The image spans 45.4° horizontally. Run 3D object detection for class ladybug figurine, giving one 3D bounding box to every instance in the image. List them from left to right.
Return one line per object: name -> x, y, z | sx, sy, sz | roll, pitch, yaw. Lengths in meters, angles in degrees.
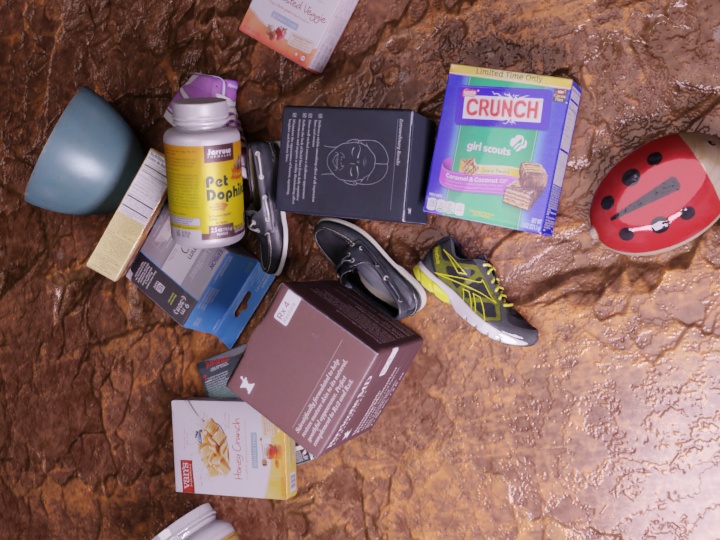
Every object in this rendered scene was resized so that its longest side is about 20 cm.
ladybug figurine -> 0.376, -0.095, 1.079 | 0.199, 0.072, 0.137 | -35, 79, 19

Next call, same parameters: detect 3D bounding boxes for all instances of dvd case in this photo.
dvd case -> -0.163, 0.214, 1.327 | 0.145, 0.022, 0.202 | -23, 84, 21

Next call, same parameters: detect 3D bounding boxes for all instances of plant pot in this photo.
plant pot -> -0.417, -0.167, 1.352 | 0.134, 0.200, 0.201 | 28, 103, -15

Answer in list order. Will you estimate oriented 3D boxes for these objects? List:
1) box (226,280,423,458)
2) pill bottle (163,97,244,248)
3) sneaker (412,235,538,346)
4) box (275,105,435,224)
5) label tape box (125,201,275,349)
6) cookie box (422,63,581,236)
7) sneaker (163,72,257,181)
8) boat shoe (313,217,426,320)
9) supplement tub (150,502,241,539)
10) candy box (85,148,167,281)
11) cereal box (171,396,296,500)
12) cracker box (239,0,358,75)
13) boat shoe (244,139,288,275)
box -> -0.043, 0.125, 1.183 | 0.163, 0.200, 0.167 | 34, 103, 17
pill bottle -> -0.223, -0.140, 1.226 | 0.108, 0.109, 0.203 | 6, 109, 21
sneaker -> 0.163, 0.027, 1.165 | 0.199, 0.074, 0.085 | 36, 103, 18
box -> -0.007, -0.148, 1.214 | 0.198, 0.107, 0.151 | 7, 93, 22
label tape box -> -0.250, 0.008, 1.337 | 0.199, 0.066, 0.144 | 38, 104, 19
cookie box -> 0.189, -0.162, 1.152 | 0.169, 0.075, 0.203 | 12, 94, 22
sneaker -> -0.205, -0.228, 1.314 | 0.200, 0.073, 0.115 | 40, 99, 15
boat shoe -> -0.001, 0.002, 1.224 | 0.199, 0.066, 0.075 | 42, 136, 10
supplement tub -> -0.225, 0.469, 1.290 | 0.144, 0.144, 0.201 | -40, 77, 17
candy box -> -0.342, -0.088, 1.325 | 0.055, 0.115, 0.201 | 29, 93, -9
cereal box -> -0.194, 0.268, 1.308 | 0.198, 0.039, 0.146 | -3, 90, 22
cracker box -> -0.075, -0.411, 1.264 | 0.133, 0.058, 0.202 | 32, 101, 18
boat shoe -> -0.143, -0.091, 1.272 | 0.075, 0.060, 0.203 | 17, 109, 62
